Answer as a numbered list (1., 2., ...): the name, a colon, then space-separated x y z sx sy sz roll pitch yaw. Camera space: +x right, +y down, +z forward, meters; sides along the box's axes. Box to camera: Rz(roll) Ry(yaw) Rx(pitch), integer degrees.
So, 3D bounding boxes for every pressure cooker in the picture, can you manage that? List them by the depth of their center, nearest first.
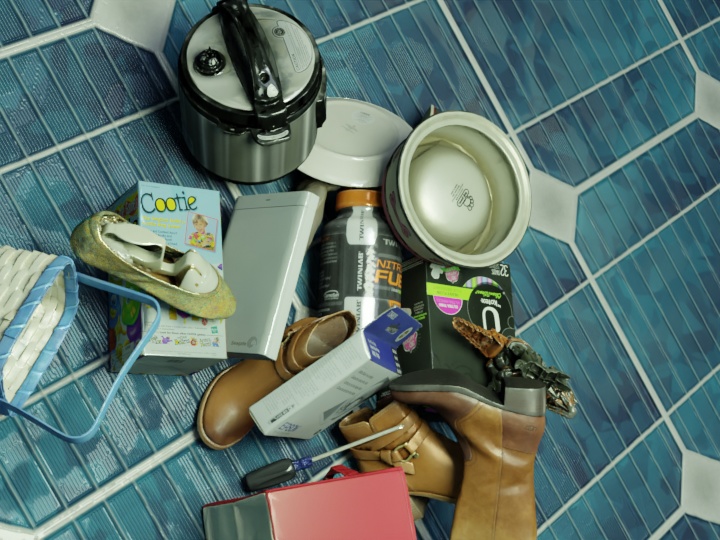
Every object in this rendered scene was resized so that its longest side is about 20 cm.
1. pressure cooker: -0.131 -0.216 1.400 0.176 0.200 0.179 27 63 10

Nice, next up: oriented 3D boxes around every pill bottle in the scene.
1. pill bottle: 0.000 0.000 1.488 0.106 0.106 0.200 8 79 -32

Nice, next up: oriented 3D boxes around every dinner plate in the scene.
1. dinner plate: -0.015 -0.177 1.534 0.200 0.024 0.200 8 40 -7

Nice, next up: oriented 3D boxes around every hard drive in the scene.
1. hard drive: -0.124 0.005 1.381 0.027 0.132 0.200 28 70 -43

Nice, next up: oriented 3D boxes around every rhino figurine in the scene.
1. rhino figurine: -0.081 -0.067 1.481 0.060 0.087 0.200 42 49 -19

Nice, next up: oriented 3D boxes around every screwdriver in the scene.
1. screwdriver: -0.043 0.218 1.387 0.200 0.029 0.028 -22 63 1

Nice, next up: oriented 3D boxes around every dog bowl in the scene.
1. dog bowl: 0.114 -0.095 1.468 0.200 0.074 0.200 6 77 -29

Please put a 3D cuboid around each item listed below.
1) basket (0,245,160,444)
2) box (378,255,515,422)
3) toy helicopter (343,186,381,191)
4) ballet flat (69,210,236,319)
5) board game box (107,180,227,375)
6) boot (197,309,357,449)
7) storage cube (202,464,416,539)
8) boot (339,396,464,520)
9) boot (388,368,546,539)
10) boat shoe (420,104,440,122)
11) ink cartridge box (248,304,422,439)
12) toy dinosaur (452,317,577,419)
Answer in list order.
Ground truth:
1. basket: -0.330 0.068 1.220 0.200 0.139 0.176 22 59 10
2. box: 0.112 0.092 1.539 0.148 0.124 0.200 9 70 -33
3. toy helicopter: 0.004 -0.116 1.581 0.132 0.079 0.200 -36 85 -28
4. ballet flat: -0.211 -0.006 1.253 0.200 0.071 0.071 26 62 -22
5. board game box: -0.225 0.012 1.347 0.105 0.103 0.200 6 72 -32
6. boot: -0.097 0.120 1.367 0.074 0.155 0.200 47 55 -13
7. storage cube: -0.054 0.327 1.320 0.180 0.171 0.200 -4 77 -34
8. boot: 0.085 0.214 1.434 0.155 0.200 0.074 60 14 -13
9. boot: 0.121 0.221 1.381 0.188 0.068 0.200 4 103 0
10. boat shoe: 0.110 -0.170 1.612 0.063 0.071 0.200 18 25 -9
11. ink cartridge box: -0.013 0.123 1.350 0.200 0.200 0.041 -37 75 5
12. toy dinosaur: 0.191 0.129 1.454 0.200 0.102 0.136 18 22 -10
